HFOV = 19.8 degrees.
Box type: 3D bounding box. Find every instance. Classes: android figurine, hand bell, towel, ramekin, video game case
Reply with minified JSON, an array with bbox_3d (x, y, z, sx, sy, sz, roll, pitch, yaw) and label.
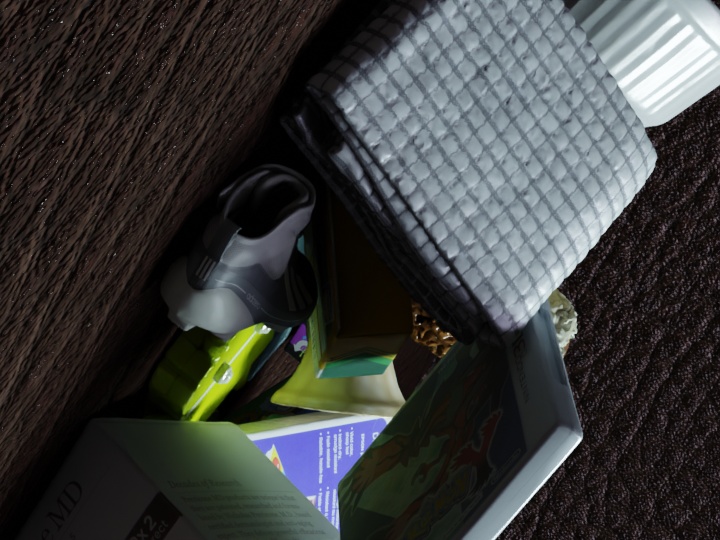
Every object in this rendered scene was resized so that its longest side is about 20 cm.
[{"bbox_3d":[-0.097,0.060,1.409,0.182,0.041,0.200,-51,174,-25],"label":"android figurine"},{"bbox_3d":[0.000,0.000,1.457,0.104,0.103,0.202,21,76,-83],"label":"hand bell"},{"bbox_3d":[0.061,-0.079,1.202,0.166,0.200,0.085,-46,-156,-17],"label":"towel"},{"bbox_3d":[0.170,-0.186,1.396,0.094,0.203,0.202,-43,175,11],"label":"ramekin"},{"bbox_3d":[0.052,0.115,1.226,0.200,0.023,0.183,-52,-161,21],"label":"video game case"}]

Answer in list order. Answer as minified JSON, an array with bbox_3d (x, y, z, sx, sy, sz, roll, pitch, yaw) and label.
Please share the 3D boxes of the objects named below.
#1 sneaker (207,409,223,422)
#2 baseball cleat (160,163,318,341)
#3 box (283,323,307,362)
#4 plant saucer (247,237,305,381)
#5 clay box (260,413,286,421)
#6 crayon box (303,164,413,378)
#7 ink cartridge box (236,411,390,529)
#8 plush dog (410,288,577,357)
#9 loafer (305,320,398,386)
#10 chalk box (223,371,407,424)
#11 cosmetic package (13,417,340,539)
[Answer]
[{"bbox_3d":[-0.140,0.195,1.498,0.200,0.106,0.075,-50,173,-29],"label":"sneaker"},{"bbox_3d":[-0.051,-0.012,1.225,0.107,0.070,0.200,-55,174,14],"label":"baseball cleat"},{"bbox_3d":[0.015,-0.016,1.824,0.201,0.036,0.143,-55,174,22],"label":"box"},{"bbox_3d":[-0.056,0.019,1.581,0.070,0.019,0.200,-49,173,-34],"label":"plant saucer"},{"bbox_3d":[-0.036,0.193,1.565,0.047,0.200,0.116,7,-112,47],"label":"clay box"},{"bbox_3d":[-0.003,-0.009,1.304,0.200,0.051,0.127,114,-28,-78],"label":"crayon box"},{"bbox_3d":[-0.036,0.203,1.502,0.199,0.043,0.200,-4,100,-45],"label":"ink cartridge box"},{"bbox_3d":[0.081,-0.033,1.372,0.202,0.159,0.172,-68,165,6],"label":"plush dog"},{"bbox_3d":[-0.009,0.062,1.559,0.069,0.070,0.201,-22,127,-13],"label":"loafer"},{"bbox_3d":[-0.042,0.169,1.725,0.123,0.199,0.125,-32,120,-30],"label":"chalk box"},{"bbox_3d":[-0.104,0.218,1.295,0.165,0.200,0.165,-56,153,14],"label":"cosmetic package"}]
